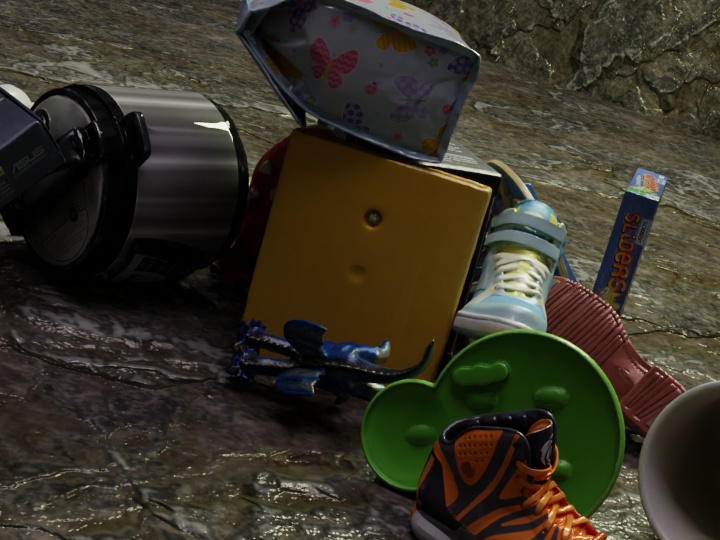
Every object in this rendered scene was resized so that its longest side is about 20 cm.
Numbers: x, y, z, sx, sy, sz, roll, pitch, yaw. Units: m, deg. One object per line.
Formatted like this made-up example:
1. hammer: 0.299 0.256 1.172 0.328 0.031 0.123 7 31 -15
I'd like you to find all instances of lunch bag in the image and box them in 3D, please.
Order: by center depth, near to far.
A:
1. lunch bag: -0.013 -0.182 1.203 0.199 0.128 0.170 22 14 -11

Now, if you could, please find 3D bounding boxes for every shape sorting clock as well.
1. shape sorting clock: 0.166 -0.017 1.435 0.039 0.201 0.200 -27 30 -10

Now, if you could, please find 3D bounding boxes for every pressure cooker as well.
1. pressure cooker: -0.225 -0.080 1.272 0.199 0.177 0.178 -1 27 -44

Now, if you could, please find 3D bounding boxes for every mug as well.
1. mug: 0.311 0.174 1.089 0.148 0.188 0.153 -13 -5 26

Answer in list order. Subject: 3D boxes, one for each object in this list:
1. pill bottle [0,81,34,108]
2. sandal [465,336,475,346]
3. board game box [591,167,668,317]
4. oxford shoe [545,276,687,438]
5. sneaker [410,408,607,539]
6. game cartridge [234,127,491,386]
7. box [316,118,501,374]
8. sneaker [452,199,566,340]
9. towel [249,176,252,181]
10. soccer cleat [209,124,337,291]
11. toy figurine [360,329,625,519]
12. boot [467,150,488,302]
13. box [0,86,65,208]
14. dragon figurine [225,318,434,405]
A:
1. pill bottle: -0.406 -0.147 1.431 0.199 0.114 0.113 21 18 14
2. sandal: 0.159 0.084 1.304 0.079 0.058 0.201 10 18 -19
3. board game box: 0.252 0.008 1.380 0.034 0.202 0.135 19 18 11
4. oxford shoe: 0.225 0.090 1.282 0.200 0.071 0.074 51 -6 26
5. sneaker: 0.126 0.163 0.936 0.199 0.113 0.077 24 19 25
6. game cartridge: 0.000 0.000 1.184 0.175 0.202 0.032 18 13 7
7. box: 0.021 -0.036 1.320 0.116 0.198 0.200 7 19 -22
8. sneaker: 0.133 0.002 1.191 0.079 0.132 0.200 19 2 -1
9. towel: -0.139 -0.075 1.465 0.147 0.037 0.200 -11 5 31
10. soccer cleat: -0.077 -0.066 1.331 0.068 0.201 0.085 34 30 -1
11. toy figurine: 0.122 0.124 1.098 0.198 0.152 0.184 -5 -4 20
12. boot: 0.105 -0.047 1.396 0.073 0.155 0.203 3 -6 -36
13. box: -0.365 -0.077 1.164 0.200 0.051 0.157 -39 42 -15
14. dragon figurine: -0.031 0.073 1.101 0.099 0.059 0.199 14 -8 -32
